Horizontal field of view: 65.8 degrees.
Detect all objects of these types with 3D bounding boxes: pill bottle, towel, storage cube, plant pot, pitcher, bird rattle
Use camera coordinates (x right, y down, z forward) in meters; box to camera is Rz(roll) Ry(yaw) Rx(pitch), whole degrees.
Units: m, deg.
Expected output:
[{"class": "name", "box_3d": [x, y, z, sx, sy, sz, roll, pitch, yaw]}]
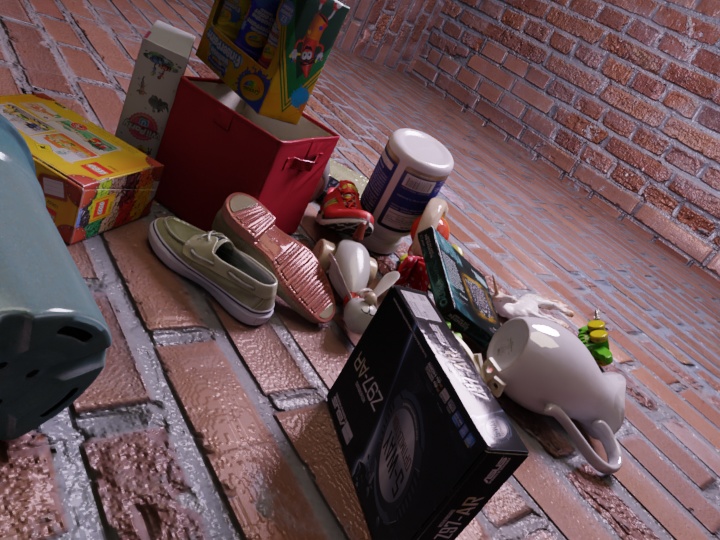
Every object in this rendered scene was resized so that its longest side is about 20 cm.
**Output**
[{"class": "pill bottle", "box_3d": [0.065, -0.130, 0.955, 0.115, 0.200, 0.116, 18, 40, -15]}, {"class": "towel", "box_3d": [-0.057, -0.197, 1.164, 0.200, 0.037, 0.148, 29, 25, 2]}, {"class": "storage cube", "box_3d": [-0.168, -0.155, 0.810, 0.200, 0.180, 0.171, 35, 26, 12]}, {"class": "plant pot", "box_3d": [-0.290, 0.011, 0.387, 0.196, 0.200, 0.200, 47, 30, 19]}, {"class": "pitcher", "box_3d": [0.272, 0.164, 0.750, 0.200, 0.121, 0.172, 33, 37, -17]}, {"class": "bird rattle", "box_3d": [0.098, -0.039, 0.903, 0.112, 0.164, 0.200, 18, 11, 21]}]

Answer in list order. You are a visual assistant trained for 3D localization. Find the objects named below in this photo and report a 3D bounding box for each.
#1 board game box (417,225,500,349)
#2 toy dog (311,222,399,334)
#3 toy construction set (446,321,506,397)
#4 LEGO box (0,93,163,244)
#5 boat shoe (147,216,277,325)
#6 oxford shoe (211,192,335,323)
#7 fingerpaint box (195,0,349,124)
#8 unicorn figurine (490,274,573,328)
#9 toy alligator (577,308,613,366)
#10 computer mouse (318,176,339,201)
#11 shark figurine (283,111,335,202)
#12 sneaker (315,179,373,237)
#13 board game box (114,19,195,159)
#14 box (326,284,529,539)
[{"class": "board game box", "box_3d": [0.154, 0.035, 0.820, 0.200, 0.028, 0.136, 35, 36, -48]}, {"class": "toy dog", "box_3d": [0.000, 0.000, 0.771, 0.132, 0.097, 0.200, 9, 26, -40]}, {"class": "toy construction set", "box_3d": [0.094, 0.111, 0.681, 0.131, 0.092, 0.200, 18, 4, 44]}, {"class": "LEGO box", "box_3d": [-0.373, -0.132, 0.680, 0.200, 0.077, 0.149, 31, 26, 5]}, {"class": "boat shoe", "box_3d": [-0.176, -0.015, 0.678, 0.200, 0.062, 0.072, 35, 26, 15]}, {"class": "oxford shoe", "box_3d": [-0.112, -0.006, 0.720, 0.200, 0.074, 0.071, 51, 41, -1]}, {"class": "fingerpaint box", "box_3d": [-0.130, -0.324, 0.758, 0.073, 0.167, 0.200, 2, 37, -47]}, {"class": "unicorn figurine", "box_3d": [0.302, 0.074, 0.997, 0.137, 0.074, 0.200, 29, 9, 23]}, {"class": "toy alligator", "box_3d": [0.432, 0.124, 1.045, 0.054, 0.059, 0.200, -8, 18, 19]}, {"class": "computer mouse", "box_3d": [-0.018, -0.118, 1.071, 0.200, 0.034, 0.059, 37, 41, 2]}, {"class": "shark figurine", "box_3d": [-0.069, -0.187, 0.932, 0.128, 0.215, 0.090, 22, 50, 26]}, {"class": "sneaker", "box_3d": [-0.028, -0.105, 0.905, 0.077, 0.085, 0.200, 14, 6, -21]}, {"class": "board game box", "box_3d": [-0.305, -0.245, 0.813, 0.064, 0.200, 0.148, 18, 27, -21]}, {"class": "box", "box_3d": [0.044, 0.135, 0.506, 0.043, 0.160, 0.200, 14, 30, -29]}]
